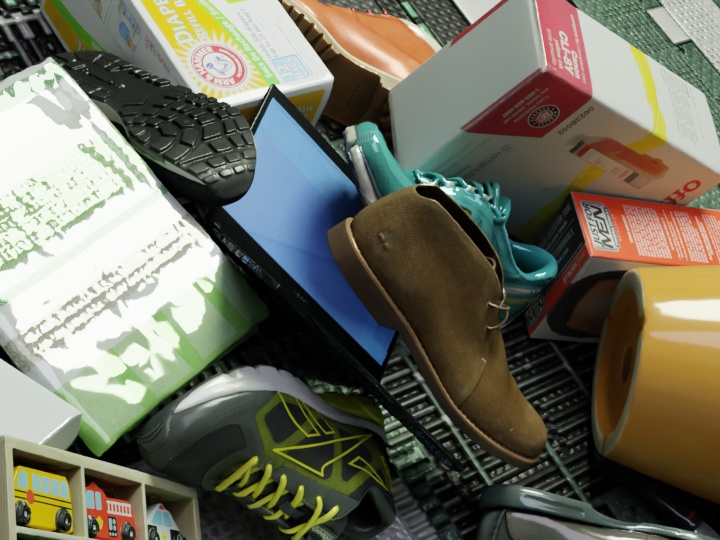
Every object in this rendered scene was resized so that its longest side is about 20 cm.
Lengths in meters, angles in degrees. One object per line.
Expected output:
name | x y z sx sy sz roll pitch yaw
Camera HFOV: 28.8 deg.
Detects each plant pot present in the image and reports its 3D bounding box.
plant pot | 0.256 0.076 0.930 0.181 0.201 0.202 11 49 -3

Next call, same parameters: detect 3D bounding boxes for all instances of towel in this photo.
towel | -0.160 -0.011 0.771 0.200 0.031 0.149 49 49 3

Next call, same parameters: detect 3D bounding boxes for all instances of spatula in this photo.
spatula | 0.236 0.184 0.942 0.200 0.021 0.056 42 50 10

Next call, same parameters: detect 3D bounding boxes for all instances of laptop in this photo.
laptop | 0.000 0.000 0.865 0.177 0.103 0.200 45 -4 -29

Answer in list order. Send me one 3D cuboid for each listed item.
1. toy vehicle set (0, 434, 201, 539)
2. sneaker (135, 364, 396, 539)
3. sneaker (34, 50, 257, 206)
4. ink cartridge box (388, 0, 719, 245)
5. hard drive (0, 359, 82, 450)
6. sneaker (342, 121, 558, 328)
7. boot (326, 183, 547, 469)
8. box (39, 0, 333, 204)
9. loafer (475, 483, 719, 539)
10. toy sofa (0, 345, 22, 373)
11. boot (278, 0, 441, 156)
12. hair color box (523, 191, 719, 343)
toy vehicle set | -0.126 0.157 0.676 0.026 0.200 0.126 -12 72 15
sneaker | -0.040 0.110 0.795 0.199 0.074 0.085 12 48 -50
sneaker | -0.132 -0.068 0.885 0.075 0.089 0.199 -20 36 -35
ink cartridge box | 0.140 -0.095 0.992 0.199 0.145 0.084 22 47 -36
hard drive | -0.253 0.057 0.678 0.199 0.026 0.132 31 38 13
sneaker | 0.058 -0.038 0.934 0.200 0.079 0.078 41 24 -37
boot | 0.067 0.036 0.844 0.201 0.075 0.074 52 14 -21
box | -0.125 -0.159 0.984 0.112 0.102 0.201 -20 65 -36
loafer | 0.165 0.190 0.884 0.197 0.072 0.064 16 68 -4
toy sofa | -0.205 0.035 0.798 0.082 0.098 0.201 27 48 -4
boot | -0.015 -0.170 1.071 0.199 0.075 0.108 33 44 -10
hair color box | 0.223 0.006 1.022 0.197 0.102 0.062 5 51 -21
